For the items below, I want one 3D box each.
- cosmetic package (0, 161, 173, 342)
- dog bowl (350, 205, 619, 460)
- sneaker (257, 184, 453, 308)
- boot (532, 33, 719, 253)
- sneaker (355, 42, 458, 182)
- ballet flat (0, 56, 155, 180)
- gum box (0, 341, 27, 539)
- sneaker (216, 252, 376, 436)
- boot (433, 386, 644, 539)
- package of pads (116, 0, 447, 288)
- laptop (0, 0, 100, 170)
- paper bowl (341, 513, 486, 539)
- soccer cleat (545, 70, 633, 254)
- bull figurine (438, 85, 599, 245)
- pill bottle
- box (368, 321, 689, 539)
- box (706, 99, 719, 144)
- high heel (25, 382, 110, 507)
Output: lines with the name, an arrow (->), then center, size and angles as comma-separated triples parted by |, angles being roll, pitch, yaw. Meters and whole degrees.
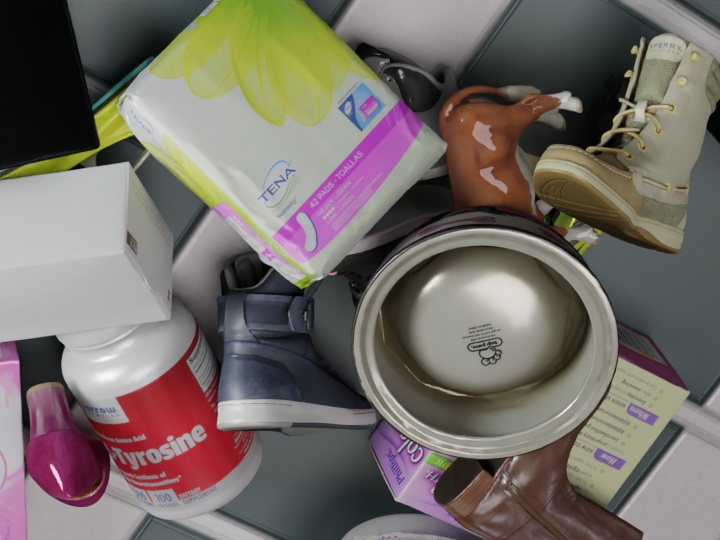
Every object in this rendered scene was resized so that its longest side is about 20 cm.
cosmetic package -> -0.246, -0.008, 1.591 | 0.200, 0.081, 0.113 | -8, 151, 8
dog bowl -> 0.093, 0.040, 1.638 | 0.200, 0.074, 0.200 | 1, 118, 2
sneaker -> 0.000, 0.000, 1.693 | 0.200, 0.071, 0.099 | -15, 122, -41
boot -> 0.205, -0.107, 1.624 | 0.200, 0.072, 0.155 | 23, 84, -56
sneaker -> -0.013, -0.115, 1.667 | 0.200, 0.075, 0.116 | -17, 117, -18
ballet flat -> -0.214, -0.081, 1.619 | 0.200, 0.067, 0.067 | -34, 100, 1
gum box -> -0.326, 0.145, 1.715 | 0.113, 0.066, 0.200 | -6, 119, -14
sneaker -> -0.049, 0.059, 1.741 | 0.077, 0.146, 0.202 | -8, 169, 25
boot -> 0.185, 0.180, 1.771 | 0.186, 0.064, 0.200 | -41, 121, 16
package of pads -> -0.061, -0.102, 1.583 | 0.200, 0.068, 0.155 | 45, 75, -5
laptop -> -0.317, -0.152, 1.541 | 0.200, 0.116, 0.188 | -12, 93, 20
paper bowl -> 0.046, 0.282, 1.847 | 0.200, 0.104, 0.201 | 4, 142, 3
soccer cleat -> 0.200, -0.065, 1.749 | 0.084, 0.065, 0.200 | 23, 108, -16
bull figurine -> 0.114, -0.054, 1.672 | 0.121, 0.065, 0.200 | -18, 123, -13
pill bottle -> -0.164, 0.091, 1.705 | 0.112, 0.112, 0.200 | -27, 121, 0
box -> 0.140, 0.123, 1.819 | 0.176, 0.097, 0.200 | 26, 107, -26
box -> 0.383, -0.143, 1.704 | 0.086, 0.164, 0.200 | 34, 105, -29
high heel -> -0.224, 0.169, 1.700 | 0.067, 0.096, 0.200 | -11, 152, -10
